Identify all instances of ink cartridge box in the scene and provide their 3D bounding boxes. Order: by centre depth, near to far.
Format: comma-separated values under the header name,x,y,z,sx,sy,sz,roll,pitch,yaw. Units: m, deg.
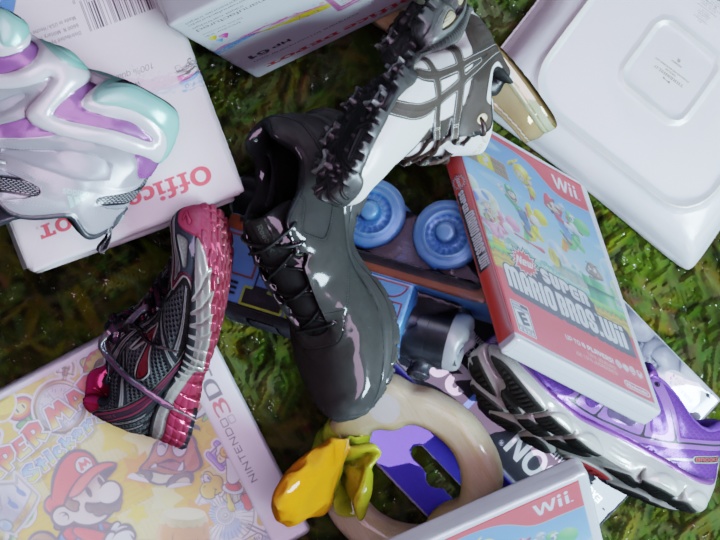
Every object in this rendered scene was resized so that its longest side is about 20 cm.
name,x,y,z,sx,sy,sz,roll,pitch,yaw
ink cartridge box,-0.043,-0.200,1.641,0.144,0.200,0.085,-24,81,11
ink cartridge box,-0.180,-0.114,1.683,0.147,0.145,0.201,-20,93,-7
ink cartridge box,0.106,0.088,1.781,0.198,0.043,0.200,45,85,-7

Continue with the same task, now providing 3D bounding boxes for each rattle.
name,x,y,z,sx,sy,sz,roll,pitch,yaw
rattle,0.052,0.169,1.713,0.130,0.143,0.200,-44,91,6

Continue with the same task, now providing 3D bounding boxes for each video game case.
name,x,y,z,sx,sy,sz,roll,pitch,yaw
video game case,0.119,-0.004,1.696,0.143,0.201,0.017,27,125,-39
video game case,0.097,0.222,1.727,0.142,0.017,0.201,-23,132,-7
video game case,-0.161,0.140,1.749,0.199,0.023,0.183,-28,94,-8

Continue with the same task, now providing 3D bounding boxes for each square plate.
name,x,y,z,sx,sy,sz,roll,pitch,yaw
square plate,0.208,-0.137,1.803,0.200,0.028,0.198,37,85,-7

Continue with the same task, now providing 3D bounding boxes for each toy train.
name,x,y,z,sx,sy,sz,roll,pitch,yaw
toy train,0.000,0.000,1.724,0.199,0.087,0.115,17,83,11

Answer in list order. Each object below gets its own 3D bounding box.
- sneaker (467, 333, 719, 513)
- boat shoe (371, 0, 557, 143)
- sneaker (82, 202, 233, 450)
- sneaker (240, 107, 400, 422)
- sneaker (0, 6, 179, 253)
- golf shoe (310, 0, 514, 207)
name,x,y,z,sx,sy,sz,roll,pitch,yaw
sneaker,0.156,0.087,1.735,0.200,0.081,0.084,30,73,-26
boat shoe,0.046,-0.150,1.755,0.066,0.074,0.200,-45,80,4
sneaker,-0.126,0.038,1.658,0.074,0.200,0.081,14,43,-5
sneaker,-0.035,-0.004,1.637,0.076,0.091,0.201,-18,79,33
sneaker,-0.221,-0.080,1.567,0.199,0.078,0.140,29,88,-5
golf shoe,0.041,-0.095,1.636,0.094,0.078,0.200,44,49,-14
